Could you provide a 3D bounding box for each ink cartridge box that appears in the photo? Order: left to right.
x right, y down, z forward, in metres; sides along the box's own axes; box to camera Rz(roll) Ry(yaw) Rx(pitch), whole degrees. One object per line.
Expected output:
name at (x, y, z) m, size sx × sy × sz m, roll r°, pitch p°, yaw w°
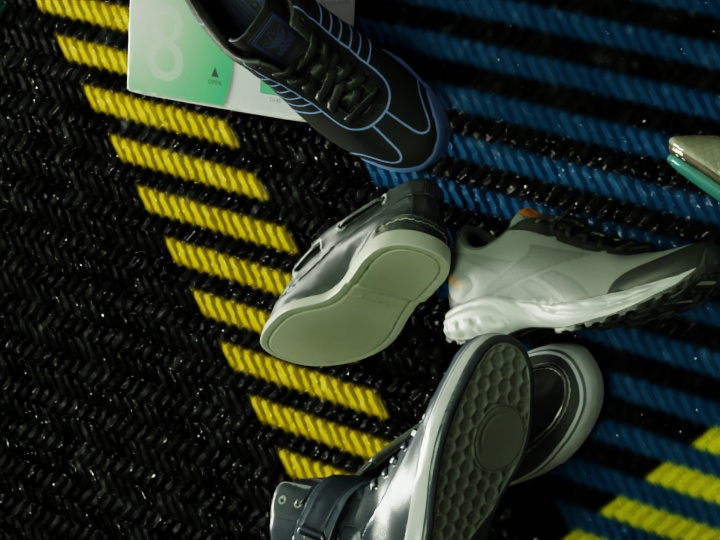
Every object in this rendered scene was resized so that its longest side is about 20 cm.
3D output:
ink cartridge box at (-0.075, -0.203, 1.855) m, size 0.161 × 0.050 × 0.200 m, roll 12°, pitch 106°, yaw 39°

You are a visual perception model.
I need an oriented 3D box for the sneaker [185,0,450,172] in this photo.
sneaker at (-0.032, -0.126, 1.763) m, size 0.200 × 0.078 × 0.070 m, roll 38°, pitch 103°, yaw -1°

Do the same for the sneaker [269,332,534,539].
sneaker at (0.019, 0.118, 1.728) m, size 0.146 × 0.077 × 0.203 m, roll 24°, pitch 99°, yaw 48°

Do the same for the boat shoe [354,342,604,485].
boat shoe at (0.067, 0.109, 1.772) m, size 0.200 × 0.057 × 0.069 m, roll -38°, pitch 72°, yaw 38°

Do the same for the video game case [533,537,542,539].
video game case at (0.151, 0.268, 1.660) m, size 0.200 × 0.036 × 0.182 m, roll 23°, pitch 113°, yaw -5°

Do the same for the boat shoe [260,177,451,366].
boat shoe at (-0.002, -0.001, 1.808) m, size 0.199 × 0.074 × 0.066 m, roll 132°, pitch 150°, yaw -57°

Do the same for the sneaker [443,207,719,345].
sneaker at (0.125, -0.001, 1.697) m, size 0.200 × 0.074 × 0.080 m, roll -7°, pitch 86°, yaw 41°

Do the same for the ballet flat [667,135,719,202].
ballet flat at (0.259, -0.030, 1.595) m, size 0.200 × 0.067 × 0.062 m, roll 39°, pitch 92°, yaw 26°
